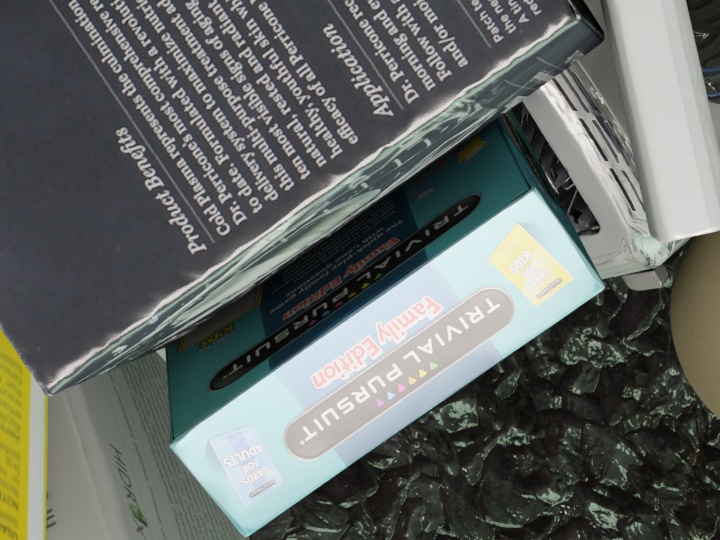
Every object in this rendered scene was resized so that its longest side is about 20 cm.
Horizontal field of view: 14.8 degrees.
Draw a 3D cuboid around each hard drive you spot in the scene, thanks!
[{"bbox_3d":[0.090,-0.111,0.927,0.027,0.201,0.132,-12,-179,5],"label":"hard drive"}]

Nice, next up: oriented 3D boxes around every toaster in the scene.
[{"bbox_3d":[0.093,-0.090,1.196,0.113,0.200,0.129,-10,-150,48],"label":"toaster"}]

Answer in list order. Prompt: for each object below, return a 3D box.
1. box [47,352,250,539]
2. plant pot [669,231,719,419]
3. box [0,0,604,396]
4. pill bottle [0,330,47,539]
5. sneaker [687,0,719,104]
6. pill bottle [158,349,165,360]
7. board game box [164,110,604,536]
[{"bbox_3d":[-0.153,0.123,1.049,0.199,0.200,0.171,-30,137,8],"label":"box"},{"bbox_3d":[0.225,0.016,1.297,0.134,0.201,0.200,-11,-163,46],"label":"plant pot"},{"bbox_3d":[-0.035,-0.070,0.892,0.196,0.124,0.200,-33,179,8],"label":"box"},{"bbox_3d":[-0.157,0.075,0.892,0.114,0.201,0.114,-3,144,-2],"label":"pill bottle"},{"bbox_3d":[0.150,-0.160,1.124,0.075,0.201,0.078,-1,-153,22],"label":"sneaker"},{"bbox_3d":[-0.138,0.019,1.396,0.116,0.116,0.200,-35,179,13],"label":"pill bottle"},{"bbox_3d":[0.000,0.000,1.012,0.151,0.047,0.200,-35,-161,7],"label":"board game box"}]
